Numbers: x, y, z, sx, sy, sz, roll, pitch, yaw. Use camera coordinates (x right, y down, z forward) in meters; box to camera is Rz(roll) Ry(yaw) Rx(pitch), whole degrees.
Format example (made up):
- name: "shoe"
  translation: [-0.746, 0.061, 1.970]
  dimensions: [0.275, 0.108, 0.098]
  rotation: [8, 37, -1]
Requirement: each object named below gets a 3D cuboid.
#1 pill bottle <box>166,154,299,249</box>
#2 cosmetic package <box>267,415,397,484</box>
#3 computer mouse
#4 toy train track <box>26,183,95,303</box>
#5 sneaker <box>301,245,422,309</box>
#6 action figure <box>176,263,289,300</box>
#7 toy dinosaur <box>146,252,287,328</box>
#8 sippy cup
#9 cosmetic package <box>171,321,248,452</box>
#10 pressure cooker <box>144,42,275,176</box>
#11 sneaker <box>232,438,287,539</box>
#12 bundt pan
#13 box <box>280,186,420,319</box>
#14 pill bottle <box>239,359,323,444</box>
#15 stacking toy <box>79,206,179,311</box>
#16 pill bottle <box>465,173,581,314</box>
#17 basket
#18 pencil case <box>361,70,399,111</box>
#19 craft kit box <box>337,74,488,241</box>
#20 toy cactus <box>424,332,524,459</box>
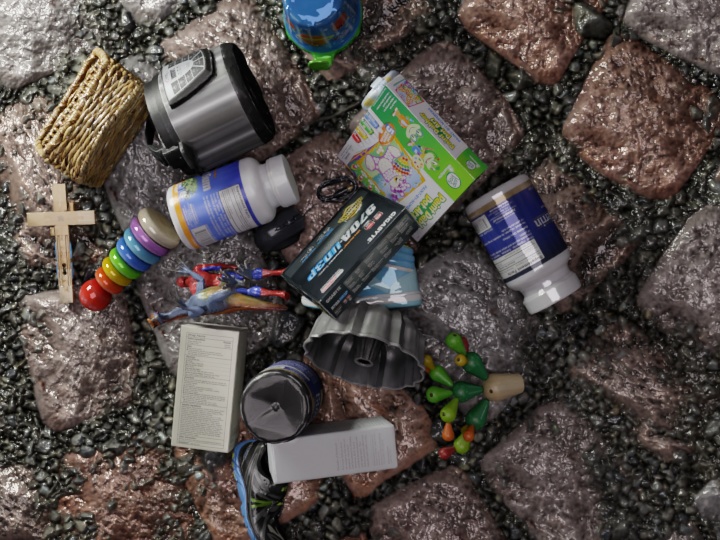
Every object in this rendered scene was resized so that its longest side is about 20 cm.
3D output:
- name: "pill bottle"
  translation: [-0.205, -0.118, 1.555]
  dimensions: [0.198, 0.112, 0.113]
  rotation: [-20, 89, 6]
- name: "cosmetic package"
  translation: [-0.048, 0.287, 1.531]
  dimensions: [0.197, 0.101, 0.072]
  rotation: [-5, 91, -9]
- name: "computer mouse"
  translation: [-0.092, -0.095, 1.584]
  dimensions: [0.199, 0.034, 0.059]
  rotation: [-35, 87, 5]
- name: "toy train track"
  translation: [-0.506, -0.047, 1.631]
  dimensions: [0.113, 0.033, 0.203]
  rotation: [-2, 97, -1]
- name: "sneaker"
  translation: [0.000, 0.000, 1.558]
  dimensions: [0.197, 0.080, 0.133]
  rotation: [-3, 87, 3]
- name: "action figure"
  translation: [-0.215, 0.022, 1.592]
  dimensions: [0.197, 0.052, 0.066]
  rotation: [2, 86, 11]
- name: "toy dinosaur"
  translation: [-0.254, 0.061, 1.539]
  dimensions: [0.200, 0.105, 0.181]
  rotation: [44, 123, -5]
- name: "sippy cup"
  translation: [-0.068, -0.424, 1.525]
  dimensions: [0.139, 0.130, 0.179]
  rotation: [-36, 87, 5]
- name: "cosmetic package"
  translation: [-0.250, 0.192, 1.586]
  dimensions: [0.102, 0.073, 0.203]
  rotation: [7, 92, 6]
- name: "pressure cooker"
  translation: [-0.254, -0.248, 1.526]
  dimensions: [0.198, 0.176, 0.181]
  rotation: [-23, 91, 7]
- name: "sneaker"
  translation: [-0.154, 0.378, 1.582]
  dimensions: [0.082, 0.071, 0.202]
  rotation: [-16, 87, 12]
- name: "bundt pan"
  translation: [0.013, 0.112, 1.509]
  dimensions: [0.199, 0.203, 0.077]
  rotation: [12, 62, 5]
- name: "box"
  translation: [-0.019, -0.031, 1.500]
  dimensions: [0.200, 0.159, 0.046]
  rotation: [-47, 121, -6]
- name: "pill bottle"
  translation: [-0.118, 0.201, 1.509]
  dimensions: [0.110, 0.200, 0.114]
  rotation: [0, 92, 6]
- name: "stacking toy"
  translation: [-0.398, -0.011, 1.600]
  dimensions: [0.200, 0.085, 0.086]
  rotation: [-43, 87, 11]
- name: "pill bottle"
  translation: [0.260, -0.040, 1.508]
  dimensions: [0.115, 0.116, 0.202]
  rotation: [-29, 89, 6]
- name: "basket"
  translation: [-0.453, -0.258, 1.562]
  dimensions: [0.148, 0.143, 0.201]
  rotation: [37, 94, 3]
- name: "pencil case"
  translation: [0.091, -0.226, 1.533]
  dimensions: [0.083, 0.091, 0.200]
  rotation: [-43, 86, 18]
- name: "craft kit box"
  translation: [0.076, -0.171, 1.495]
  dimensions: [0.197, 0.200, 0.049]
  rotation: [44, 54, 3]
- name: "toy cactus"
  translation: [0.182, 0.197, 1.546]
  dimensions: [0.163, 0.102, 0.203]
  rotation: [-6, 88, -13]
